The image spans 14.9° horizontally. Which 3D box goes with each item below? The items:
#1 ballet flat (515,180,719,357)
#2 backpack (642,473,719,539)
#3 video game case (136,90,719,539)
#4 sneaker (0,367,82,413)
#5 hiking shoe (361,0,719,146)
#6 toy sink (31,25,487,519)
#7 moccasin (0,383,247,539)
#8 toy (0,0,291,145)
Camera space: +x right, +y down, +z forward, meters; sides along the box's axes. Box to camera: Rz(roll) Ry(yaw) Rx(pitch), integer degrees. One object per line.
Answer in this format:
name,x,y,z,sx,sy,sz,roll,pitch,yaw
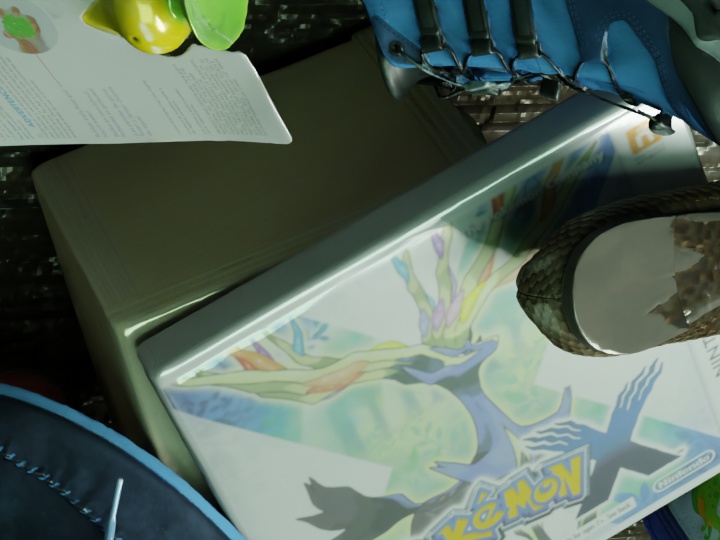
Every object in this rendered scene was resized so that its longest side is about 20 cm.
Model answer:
ballet flat,0.131,-0.004,0.936,0.199,0.046,0.068,-10,98,-36
backpack,0.206,0.101,1.129,0.199,0.183,0.147,19,117,-22
video game case,0.043,0.042,0.962,0.199,0.022,0.183,-30,131,-5
sneaker,-0.177,0.109,0.980,0.200,0.071,0.098,-44,163,-6
hiking shoe,0.050,-0.082,0.896,0.087,0.200,0.074,-54,155,3
toy sink,0.000,0.000,0.999,0.199,0.112,0.131,-23,131,-10
moccasin,-0.070,0.118,0.937,0.200,0.068,0.080,38,145,-5
toy,-0.121,-0.089,0.866,0.115,0.199,0.047,59,46,-42
